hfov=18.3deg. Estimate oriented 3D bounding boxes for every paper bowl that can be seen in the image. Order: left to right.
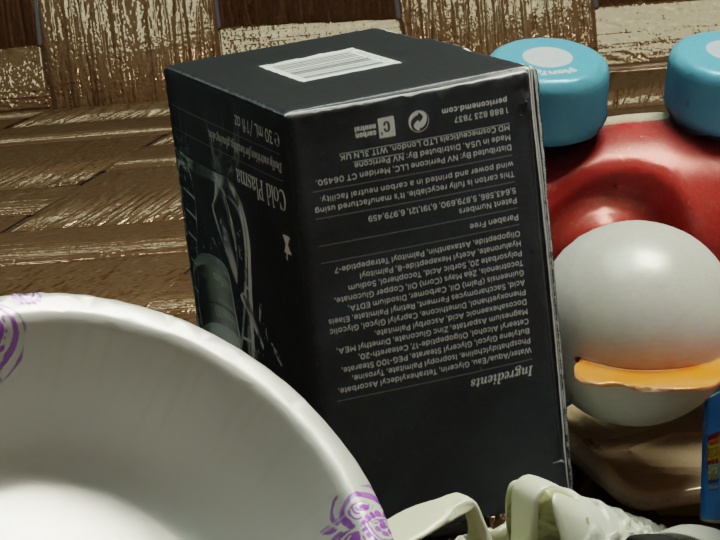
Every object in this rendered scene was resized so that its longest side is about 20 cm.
[{"bbox_3d":[-0.094,0.114,0.716,0.200,0.201,0.105,-15,-29,-38],"label":"paper bowl"}]

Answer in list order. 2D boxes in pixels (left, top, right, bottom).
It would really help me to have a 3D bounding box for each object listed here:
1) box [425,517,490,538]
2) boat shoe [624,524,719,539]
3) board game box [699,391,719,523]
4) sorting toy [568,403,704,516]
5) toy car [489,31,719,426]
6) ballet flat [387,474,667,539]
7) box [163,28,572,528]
[{"bbox_3d":[-0.040,0.104,1.149,0.198,0.042,0.156,-7,12,0],"label":"box"},{"bbox_3d":[0.148,0.133,0.830,0.060,0.074,0.200,-12,10,-28],"label":"boat shoe"},{"bbox_3d":[0.241,0.078,0.888,0.194,0.056,0.200,3,-6,3],"label":"board game box"},{"bbox_3d":[0.191,0.088,1.142,0.198,0.037,0.185,-4,11,-11],"label":"sorting toy"},{"bbox_3d":[0.142,0.011,1.057,0.175,0.186,0.200,-3,29,-9],"label":"toy car"},{"bbox_3d":[0.059,0.123,0.946,0.199,0.072,0.072,-12,13,-31],"label":"ballet flat"},{"bbox_3d":[0.000,0.000,1.048,0.123,0.198,0.200,-12,14,-18],"label":"box"}]
